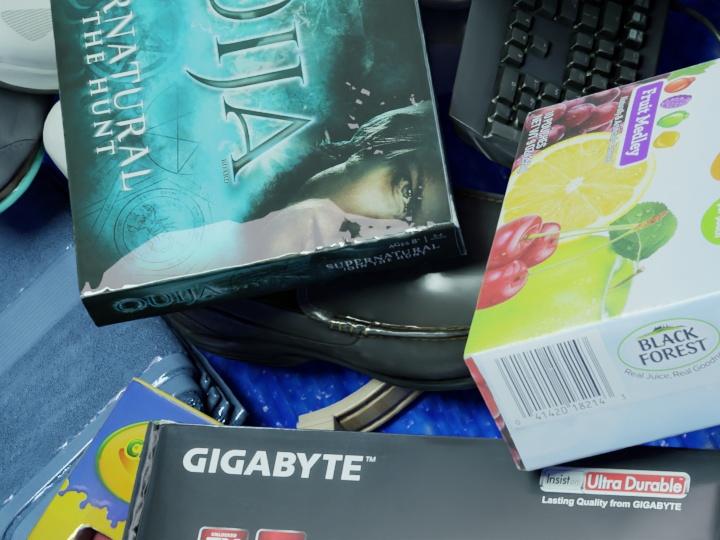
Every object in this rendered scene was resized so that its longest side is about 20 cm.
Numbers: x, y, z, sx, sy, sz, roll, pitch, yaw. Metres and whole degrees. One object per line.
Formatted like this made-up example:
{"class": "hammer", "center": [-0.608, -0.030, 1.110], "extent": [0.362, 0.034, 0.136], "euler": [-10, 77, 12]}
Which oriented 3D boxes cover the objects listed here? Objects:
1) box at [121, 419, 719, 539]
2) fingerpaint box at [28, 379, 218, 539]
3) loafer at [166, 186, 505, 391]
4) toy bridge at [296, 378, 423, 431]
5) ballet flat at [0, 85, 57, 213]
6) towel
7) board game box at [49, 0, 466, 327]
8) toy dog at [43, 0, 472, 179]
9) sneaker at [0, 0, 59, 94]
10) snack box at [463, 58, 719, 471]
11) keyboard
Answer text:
{"class": "box", "center": [0.017, 0.131, 0.868], "extent": [0.200, 0.046, 0.159], "euler": [2, 64, 18]}
{"class": "fingerpaint box", "center": [-0.036, 0.156, 0.953], "extent": [0.200, 0.073, 0.167], "euler": [27, 77, 29]}
{"class": "loafer", "center": [0.000, 0.000, 1.020], "extent": [0.200, 0.072, 0.073], "euler": [-4, 66, 31]}
{"class": "toy bridge", "center": [0.069, 0.035, 1.025], "extent": [0.200, 0.027, 0.067], "euler": [-17, 54, 21]}
{"class": "ballet flat", "center": [-0.150, -0.095, 1.153], "extent": [0.073, 0.073, 0.200], "euler": [-22, 26, 17]}
{"class": "towel", "center": [-0.135, 0.033, 1.131], "extent": [0.112, 0.049, 0.200], "euler": [-42, 51, 1]}
{"class": "board game box", "center": [-0.043, -0.085, 1.013], "extent": [0.135, 0.028, 0.200], "euler": [-12, 64, 5]}
{"class": "toy dog", "center": [-0.012, -0.067, 1.091], "extent": [0.200, 0.132, 0.096], "euler": [-31, 80, 19]}
{"class": "sneaker", "center": [-0.071, -0.141, 1.096], "extent": [0.076, 0.200, 0.115], "euler": [58, 141, 12]}
{"class": "snack box", "center": [0.140, -0.020, 0.865], "extent": [0.200, 0.053, 0.142], "euler": [-15, 31, 22]}
{"class": "keyboard", "center": [0.106, -0.108, 1.048], "extent": [0.021, 0.127, 0.200], "euler": [-46, 25, 56]}
